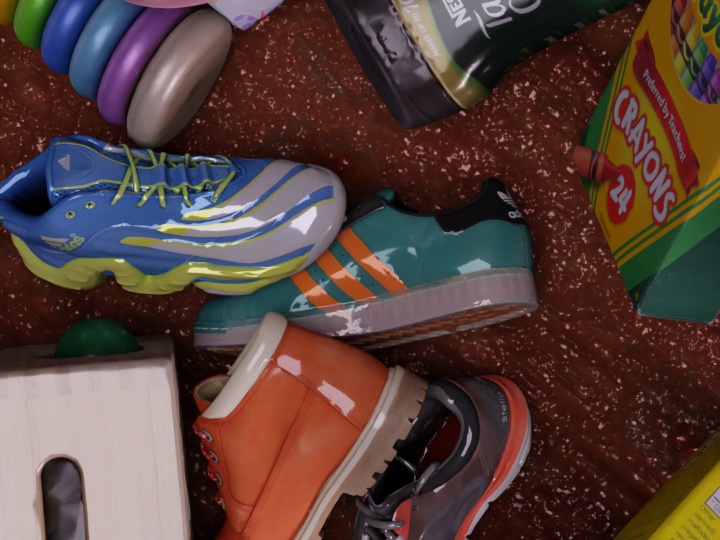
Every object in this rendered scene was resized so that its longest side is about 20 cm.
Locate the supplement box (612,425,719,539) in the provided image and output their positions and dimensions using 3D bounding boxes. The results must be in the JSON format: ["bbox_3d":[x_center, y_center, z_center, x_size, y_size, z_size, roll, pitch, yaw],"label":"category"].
[{"bbox_3d":[0.193,0.162,1.479,0.109,0.110,0.200,46,69,0],"label":"supplement box"}]

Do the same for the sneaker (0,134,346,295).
[{"bbox_3d":[-0.112,-0.032,1.530,0.199,0.105,0.076,-10,67,25],"label":"sneaker"}]

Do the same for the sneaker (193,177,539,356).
[{"bbox_3d":[0.000,0.000,1.561,0.199,0.071,0.080,-11,77,17],"label":"sneaker"}]

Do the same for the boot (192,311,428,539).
[{"bbox_3d":[-0.056,0.106,1.554,0.107,0.075,0.200,29,123,-8],"label":"boot"}]

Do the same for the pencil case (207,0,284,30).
[{"bbox_3d":[-0.014,-0.216,1.517,0.200,0.083,0.091,-35,94,14],"label":"pencil case"}]

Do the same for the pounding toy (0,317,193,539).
[{"bbox_3d":[-0.167,0.101,1.551,0.142,0.184,0.201,-5,94,-3],"label":"pounding toy"}]

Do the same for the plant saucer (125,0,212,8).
[{"bbox_3d":[-0.088,-0.237,1.489,0.200,0.051,0.201,-14,61,26],"label":"plant saucer"}]

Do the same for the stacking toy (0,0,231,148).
[{"bbox_3d":[-0.173,-0.152,1.560,0.200,0.085,0.086,32,103,8],"label":"stacking toy"}]

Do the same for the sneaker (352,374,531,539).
[{"bbox_3d":[0.018,0.143,1.556,0.077,0.082,0.201,27,96,39],"label":"sneaker"}]

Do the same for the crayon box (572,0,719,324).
[{"bbox_3d":[0.181,-0.089,1.444,0.051,0.127,0.200,7,129,-23],"label":"crayon box"}]

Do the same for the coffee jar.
[{"bbox_3d":[0.084,-0.161,1.507,0.200,0.085,0.105,-31,92,13],"label":"coffee jar"}]
